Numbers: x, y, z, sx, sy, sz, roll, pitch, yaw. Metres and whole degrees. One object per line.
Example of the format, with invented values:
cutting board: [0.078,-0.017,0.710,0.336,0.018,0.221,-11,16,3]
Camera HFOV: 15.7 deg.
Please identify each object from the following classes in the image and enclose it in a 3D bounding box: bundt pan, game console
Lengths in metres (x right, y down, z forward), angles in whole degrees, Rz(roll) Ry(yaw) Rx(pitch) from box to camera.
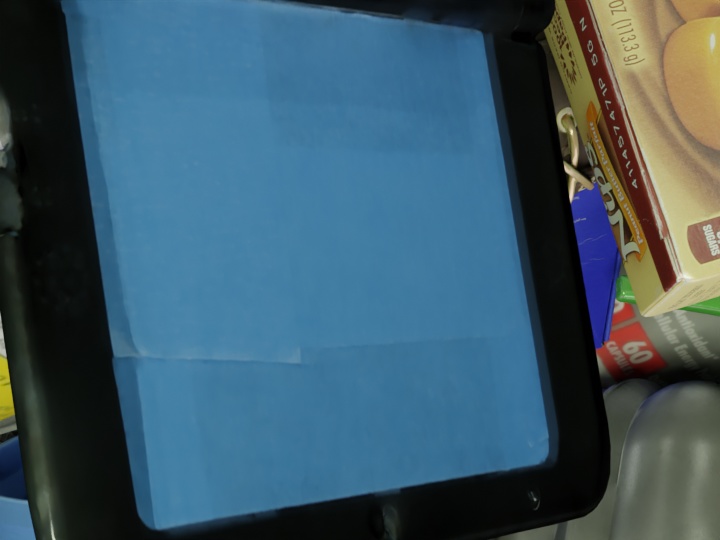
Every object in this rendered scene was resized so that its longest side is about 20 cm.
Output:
bundt pan: [0.141,0.088,0.984,0.201,0.076,0.202,4,167,1]
game console: [0.024,-0.046,0.472,0.176,0.117,0.200,-48,159,22]

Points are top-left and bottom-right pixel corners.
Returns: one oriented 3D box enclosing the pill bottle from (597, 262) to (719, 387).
pill bottle: [0.174,-0.029,1.010,0.199,0.114,0.114,-23,169,25]

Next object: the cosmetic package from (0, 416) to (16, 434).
cosmetic package: [-0.136,0.033,0.957,0.199,0.051,0.083,-16,175,-12]

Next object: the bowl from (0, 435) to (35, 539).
bowl: [-0.040,0.074,0.942,0.200,0.040,0.201,-9,-171,1]

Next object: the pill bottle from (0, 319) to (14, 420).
pill bottle: [-0.110,-0.015,0.550,0.199,0.115,0.114,-24,169,27]

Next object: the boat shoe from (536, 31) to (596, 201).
boat shoe: [0.038,-0.038,0.803,0.199,0.060,0.072,-17,134,1]

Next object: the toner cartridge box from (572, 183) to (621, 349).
toner cartridge box: [0.000,0.000,0.911,0.199,0.043,0.095,-13,126,-27]

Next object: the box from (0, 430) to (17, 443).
box: [-0.135,0.118,0.998,0.158,0.200,0.049,0,119,-25]

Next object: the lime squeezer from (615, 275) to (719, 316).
lime squeezer: [0.178,0.025,0.966,0.070,0.038,0.200,9,170,43]

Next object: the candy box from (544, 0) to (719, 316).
candy box: [0.156,-0.072,0.725,0.199,0.116,0.055,-17,171,-9]
